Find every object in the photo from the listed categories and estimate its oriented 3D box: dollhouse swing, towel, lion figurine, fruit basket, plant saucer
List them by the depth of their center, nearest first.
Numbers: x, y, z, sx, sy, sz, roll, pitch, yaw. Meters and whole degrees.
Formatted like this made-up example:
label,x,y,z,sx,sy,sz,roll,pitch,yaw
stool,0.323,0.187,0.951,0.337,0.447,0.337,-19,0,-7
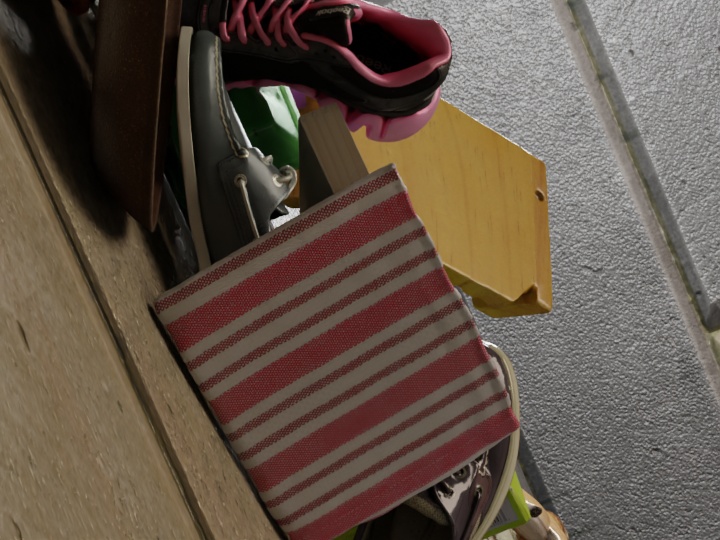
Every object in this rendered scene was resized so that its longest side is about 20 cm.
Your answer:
label,x,y,z,sx,sy,sz,roll,pitch,yaw
plant saucer,-0.111,-0.121,1.150,0.200,0.036,0.202,-173,-90,-87
towel,-0.010,0.050,1.217,0.201,0.146,0.030,63,-4,-36
fruit basket,-0.093,-0.099,1.413,0.200,0.093,0.186,97,-28,-79
dollhouse swing,0.000,-0.040,1.592,0.199,0.175,0.183,28,47,-33
lion figurine,0.175,0.268,2.527,0.201,0.072,0.123,59,1,-30

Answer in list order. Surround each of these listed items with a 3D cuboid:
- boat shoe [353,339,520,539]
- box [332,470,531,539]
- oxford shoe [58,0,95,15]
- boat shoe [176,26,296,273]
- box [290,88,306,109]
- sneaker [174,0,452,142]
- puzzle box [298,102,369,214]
label,x,y,z,sx,sy,sz,roll,pitch,yaw
boat shoe,0.038,0.134,1.322,0.201,0.072,0.065,-70,159,-3
box,0.022,0.094,1.451,0.048,0.121,0.201,61,8,-47
oxford shoe,-0.130,-0.223,1.185,0.071,0.073,0.201,45,-40,34
boat shoe,-0.063,-0.035,1.241,0.073,0.061,0.202,143,-62,-89
box,-0.092,-0.213,1.517,0.137,0.039,0.201,33,-45,59
sneaker,-0.038,-0.134,1.278,0.095,0.199,0.080,145,-45,-69
puzzle box,0.000,0.000,1.344,0.200,0.025,0.134,94,-27,-71
